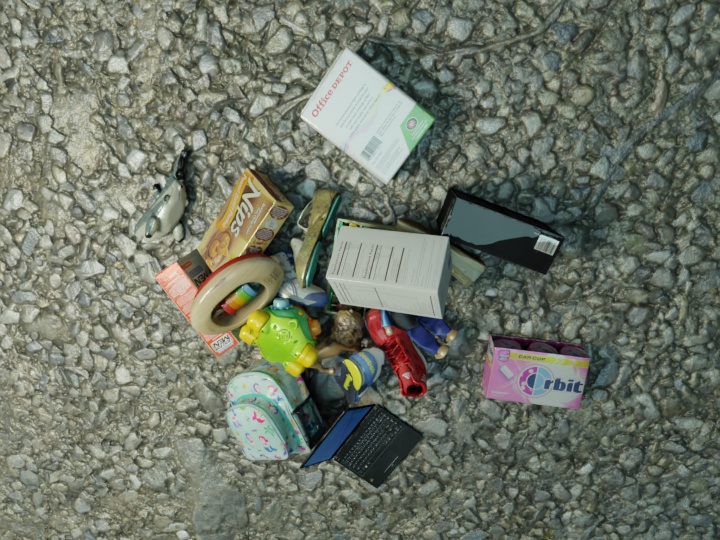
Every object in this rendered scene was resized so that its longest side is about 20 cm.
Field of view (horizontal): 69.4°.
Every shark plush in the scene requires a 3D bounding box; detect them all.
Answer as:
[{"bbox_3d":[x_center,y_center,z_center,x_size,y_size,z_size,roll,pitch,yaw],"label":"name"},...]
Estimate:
[{"bbox_3d":[-0.395,-0.144,1.029,0.083,0.091,0.201,32,114,27],"label":"shark plush"}]

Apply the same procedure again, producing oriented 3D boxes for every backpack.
[{"bbox_3d":[-0.187,0.289,1.084,0.177,0.150,0.201,-15,98,35],"label":"backpack"}]

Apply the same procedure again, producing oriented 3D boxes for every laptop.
[{"bbox_3d":[0.005,0.389,1.121,0.199,0.103,0.178,35,106,-5],"label":"laptop"}]

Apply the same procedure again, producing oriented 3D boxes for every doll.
[{"bbox_3d":[0.100,0.080,1.025,0.200,0.048,0.137,40,64,-7],"label":"doll"}]

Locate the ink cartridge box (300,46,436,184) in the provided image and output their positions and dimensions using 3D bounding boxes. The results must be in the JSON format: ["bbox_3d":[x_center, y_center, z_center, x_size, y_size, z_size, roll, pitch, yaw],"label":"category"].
[{"bbox_3d":[0.014,-0.277,0.942,0.199,0.084,0.145,37,105,-6],"label":"ink cartridge box"}]

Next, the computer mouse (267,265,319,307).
[{"bbox_3d":[-0.153,0.064,1.080,0.058,0.034,0.200,36,105,-5],"label":"computer mouse"}]

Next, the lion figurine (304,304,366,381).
[{"bbox_3d":[-0.066,0.155,1.051,0.200,0.122,0.073,-40,56,9],"label":"lion figurine"}]

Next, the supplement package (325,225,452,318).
[{"bbox_3d":[0.055,0.002,0.932,0.198,0.114,0.110,8,64,17],"label":"supplement package"}]

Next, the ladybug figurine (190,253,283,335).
[{"bbox_3d":[-0.230,0.035,0.959,0.200,0.072,0.136,-38,144,2],"label":"ladybug figurine"}]

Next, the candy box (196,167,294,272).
[{"bbox_3d":[-0.226,-0.081,1.006,0.115,0.055,0.200,47,108,31],"label":"candy box"}]

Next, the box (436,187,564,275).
[{"bbox_3d":[0.246,-0.076,0.949,0.199,0.141,0.079,20,109,-1],"label":"box"}]

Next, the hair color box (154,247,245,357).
[{"bbox_3d":[-0.310,0.062,1.053,0.064,0.111,0.201,-31,101,13],"label":"hair color box"}]

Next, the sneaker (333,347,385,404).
[{"bbox_3d":[0.000,0.212,1.052,0.082,0.200,0.074,-33,77,-25],"label":"sneaker"}]

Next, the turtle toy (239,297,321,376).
[{"bbox_3d":[-0.147,0.122,0.998,0.145,0.101,0.200,36,148,-5],"label":"turtle toy"}]

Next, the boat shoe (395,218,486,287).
[{"bbox_3d":[0.146,-0.030,1.003,0.199,0.074,0.069,29,105,-8],"label":"boat shoe"}]

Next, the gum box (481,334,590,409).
[{"bbox_3d":[0.358,0.205,1.056,0.198,0.066,0.114,7,108,3],"label":"gum box"}]

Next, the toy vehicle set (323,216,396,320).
[{"bbox_3d":[0.000,0.000,1.051,0.123,0.027,0.202,10,106,2],"label":"toy vehicle set"}]

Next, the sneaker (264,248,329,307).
[{"bbox_3d":[-0.145,0.005,1.027,0.199,0.075,0.089,24,95,11],"label":"sneaker"}]

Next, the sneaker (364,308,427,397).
[{"bbox_3d":[0.081,0.168,1.030,0.078,0.116,0.200,-36,112,12],"label":"sneaker"}]

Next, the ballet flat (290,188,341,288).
[{"bbox_3d":[-0.097,-0.066,0.997,0.070,0.071,0.201,19,81,-1],"label":"ballet flat"}]
